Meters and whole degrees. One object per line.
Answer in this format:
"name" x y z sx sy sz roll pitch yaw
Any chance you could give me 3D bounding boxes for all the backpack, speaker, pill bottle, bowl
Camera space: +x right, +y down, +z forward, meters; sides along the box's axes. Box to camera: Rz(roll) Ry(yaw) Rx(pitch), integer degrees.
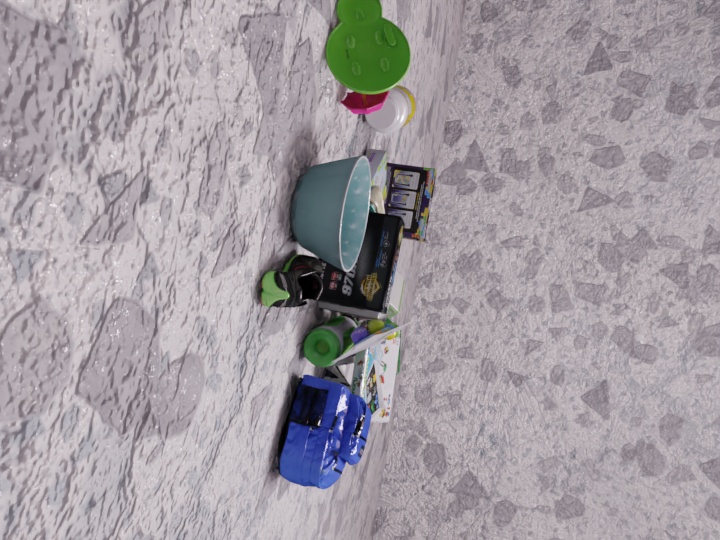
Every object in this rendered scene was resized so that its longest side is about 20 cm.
"backpack" -0.074 0.333 1.156 0.163 0.166 0.202 63 42 -61
"speaker" -0.060 0.151 1.258 0.200 0.088 0.089 -17 117 -77
"pill bottle" 0.069 -0.384 1.374 0.200 0.103 0.105 -53 151 -65
"bowl" -0.055 -0.106 1.004 0.201 0.104 0.203 11 90 -79

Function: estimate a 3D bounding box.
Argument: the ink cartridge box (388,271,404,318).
"ink cartridge box" 0.038 0.011 1.536 0.200 0.048 0.146 46 33 -21

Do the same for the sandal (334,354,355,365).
"sandal" -0.019 0.200 1.450 0.202 0.082 0.050 -8 96 -65

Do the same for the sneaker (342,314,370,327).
"sneaker" -0.033 0.095 1.407 0.075 0.115 0.202 -8 78 -41

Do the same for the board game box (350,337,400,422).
"board game box" 0.032 0.248 1.337 0.126 0.034 0.202 16 80 -49

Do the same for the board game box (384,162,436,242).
"board game box" 0.115 -0.192 1.615 0.057 0.164 0.202 31 69 -76

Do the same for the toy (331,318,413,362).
"toy" 0.022 0.132 1.200 0.199 0.115 0.047 -2 59 -61

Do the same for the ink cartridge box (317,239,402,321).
"ink cartridge box" 0.000 0.000 1.262 0.083 0.145 0.202 25 75 -74

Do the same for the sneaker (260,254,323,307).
"sneaker" -0.098 0.025 0.959 0.200 0.083 0.078 -47 146 -70

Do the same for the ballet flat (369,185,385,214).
"ballet flat" 0.042 -0.113 1.330 0.063 0.067 0.201 -59 156 -30

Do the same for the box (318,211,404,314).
"box" -0.004 -0.022 1.190 0.046 0.157 0.202 46 55 -72

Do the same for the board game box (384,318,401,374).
"board game box" 0.049 0.180 1.509 0.029 0.134 0.201 -37 147 -26

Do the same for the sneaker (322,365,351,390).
"sneaker" -0.034 0.296 1.395 0.199 0.128 0.080 -54 154 -65

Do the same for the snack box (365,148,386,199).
"snack box" 0.016 -0.183 1.412 0.143 0.052 0.201 86 19 -45

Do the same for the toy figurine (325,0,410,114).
"toy figurine" 0.002 -0.382 1.087 0.184 0.149 0.202 111 -33 -78
